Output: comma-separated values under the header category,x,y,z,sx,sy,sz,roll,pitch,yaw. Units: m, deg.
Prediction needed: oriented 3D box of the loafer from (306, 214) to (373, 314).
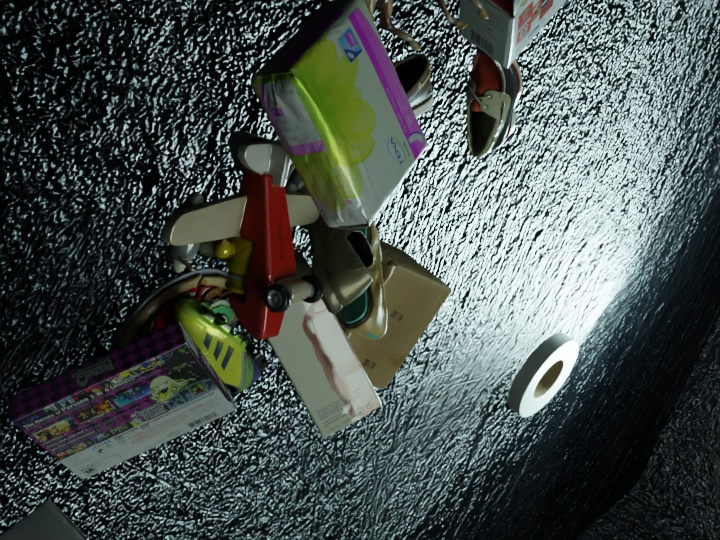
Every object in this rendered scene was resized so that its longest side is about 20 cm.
category,x,y,z,sx,sy,sz,roll,pitch,yaw
loafer,-0.021,-0.025,1.287,0.067,0.200,0.076,-19,128,8

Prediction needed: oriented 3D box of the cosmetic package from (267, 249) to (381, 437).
category,x,y,z,sx,sy,sz,roll,pitch,yaw
cosmetic package,-0.061,0.089,1.327,0.087,0.103,0.200,-29,118,-4

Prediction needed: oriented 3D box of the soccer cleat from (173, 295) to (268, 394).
category,x,y,z,sx,sy,sz,roll,pitch,yaw
soccer cleat,-0.171,0.096,1.252,0.084,0.065,0.200,-42,151,-5

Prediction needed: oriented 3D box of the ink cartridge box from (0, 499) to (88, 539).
category,x,y,z,sx,sy,sz,roll,pitch,yaw
ink cartridge box,-0.386,0.388,1.299,0.144,0.085,0.200,-37,149,-28

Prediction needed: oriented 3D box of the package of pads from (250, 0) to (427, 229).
category,x,y,z,sx,sy,sz,roll,pitch,yaw
package of pads,-0.017,-0.161,1.145,0.155,0.068,0.200,-54,128,-36

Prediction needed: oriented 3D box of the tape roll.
category,x,y,z,sx,sy,sz,roll,pitch,yaw
tape roll,0.392,0.224,2.333,0.203,0.037,0.203,-37,148,-29

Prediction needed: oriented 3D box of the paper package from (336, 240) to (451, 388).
category,x,y,z,sx,sy,sz,roll,pitch,yaw
paper package,0.005,0.056,1.496,0.191,0.103,0.200,-56,152,8

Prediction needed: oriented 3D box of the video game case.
category,x,y,z,sx,sy,sz,roll,pitch,yaw
video game case,-0.256,0.148,1.199,0.199,0.036,0.181,-25,148,-1

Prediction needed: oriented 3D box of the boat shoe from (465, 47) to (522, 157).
category,x,y,z,sx,sy,sz,roll,pitch,yaw
boat shoe,0.172,-0.230,1.469,0.063,0.071,0.200,-40,154,-17

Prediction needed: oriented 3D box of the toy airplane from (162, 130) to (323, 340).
category,x,y,z,sx,sy,sz,roll,pitch,yaw
toy airplane,-0.125,-0.052,1.173,0.200,0.141,0.200,52,47,-41

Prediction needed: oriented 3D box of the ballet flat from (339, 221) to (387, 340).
category,x,y,z,sx,sy,sz,roll,pitch,yaw
ballet flat,0.000,0.000,1.358,0.068,0.201,0.063,-23,141,28

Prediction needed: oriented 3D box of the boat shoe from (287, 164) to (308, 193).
category,x,y,z,sx,sy,sz,roll,pitch,yaw
boat shoe,-0.009,-0.132,1.305,0.200,0.063,0.073,-36,150,-27

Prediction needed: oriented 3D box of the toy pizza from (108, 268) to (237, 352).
category,x,y,z,sx,sy,sz,roll,pitch,yaw
toy pizza,-0.212,0.087,1.279,0.200,0.032,0.201,-37,147,-28

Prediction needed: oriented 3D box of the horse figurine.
category,x,y,z,sx,sy,sz,roll,pitch,yaw
horse figurine,0.043,-0.291,1.138,0.200,0.133,0.050,-22,-157,39

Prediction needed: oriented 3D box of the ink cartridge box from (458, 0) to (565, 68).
category,x,y,z,sx,sy,sz,roll,pitch,yaw
ink cartridge box,0.212,-0.373,1.307,0.200,0.084,0.176,-49,167,-9

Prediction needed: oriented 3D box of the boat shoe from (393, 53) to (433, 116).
category,x,y,z,sx,sy,sz,roll,pitch,yaw
boat shoe,0.016,-0.192,1.273,0.200,0.072,0.060,-36,142,-36
